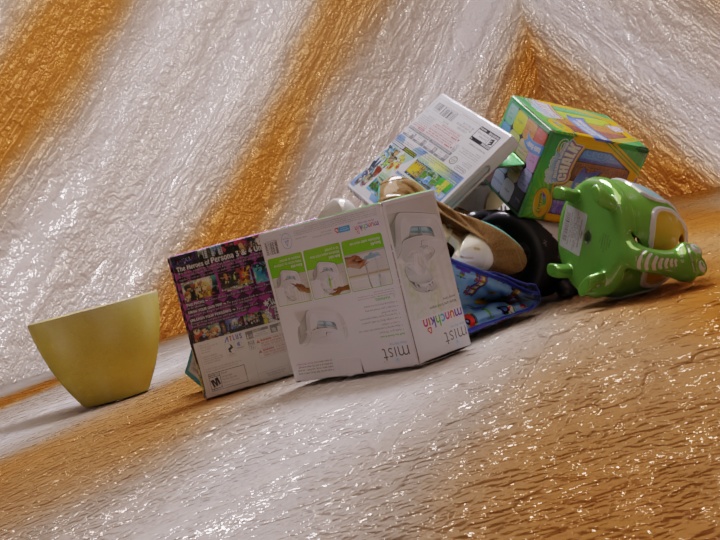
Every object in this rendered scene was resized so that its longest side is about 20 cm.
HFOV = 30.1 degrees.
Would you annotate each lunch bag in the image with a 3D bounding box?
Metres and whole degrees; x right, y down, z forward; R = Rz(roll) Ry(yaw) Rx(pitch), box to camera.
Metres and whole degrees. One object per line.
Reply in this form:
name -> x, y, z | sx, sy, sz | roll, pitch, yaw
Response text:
lunch bag -> 0.110, 0.046, 1.602 | 0.150, 0.095, 0.199 | -15, -11, 39

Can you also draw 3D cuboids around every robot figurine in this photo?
robot figurine -> 0.218, -0.024, 1.756 | 0.124, 0.151, 0.200 | -23, -7, 38

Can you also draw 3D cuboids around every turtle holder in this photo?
turtle holder -> 0.307, -0.040, 1.518 | 0.131, 0.142, 0.185 | 3, -14, -22

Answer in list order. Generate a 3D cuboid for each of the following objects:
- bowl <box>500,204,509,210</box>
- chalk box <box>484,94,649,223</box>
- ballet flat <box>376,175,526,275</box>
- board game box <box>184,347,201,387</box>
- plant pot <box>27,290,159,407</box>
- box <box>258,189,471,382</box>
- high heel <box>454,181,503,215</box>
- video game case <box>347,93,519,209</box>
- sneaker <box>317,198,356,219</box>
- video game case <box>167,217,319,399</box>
bowl -> 0.303, -0.053, 2.092 | 0.199, 0.095, 0.201 | -6, -43, -5
chalk box -> 0.243, -0.142, 1.724 | 0.199, 0.124, 0.125 | 8, 26, -27
ballet flat -> 0.102, -0.042, 1.585 | 0.068, 0.199, 0.072 | -57, -1, 36
board game box -> -0.133, 0.065, 1.799 | 0.047, 0.152, 0.199 | 36, 33, 29
plant pot -> -0.384, 0.124, 2.015 | 0.199, 0.143, 0.200 | -15, 2, 1
box -> 0.001, 0.021, 1.468 | 0.199, 0.178, 0.096 | -13, 3, 45
high heel -> 0.119, -0.126, 1.845 | 0.142, 0.072, 0.200 | 37, 38, 24
video game case -> 0.089, -0.133, 1.716 | 0.182, 0.022, 0.200 | -44, 33, -1
sneaker -> -0.002, 0.005, 1.640 | 0.088, 0.201, 0.075 | -15, 19, -33
video game case -> -0.122, 0.046, 1.662 | 0.199, 0.182, 0.036 | -16, 2, -13
